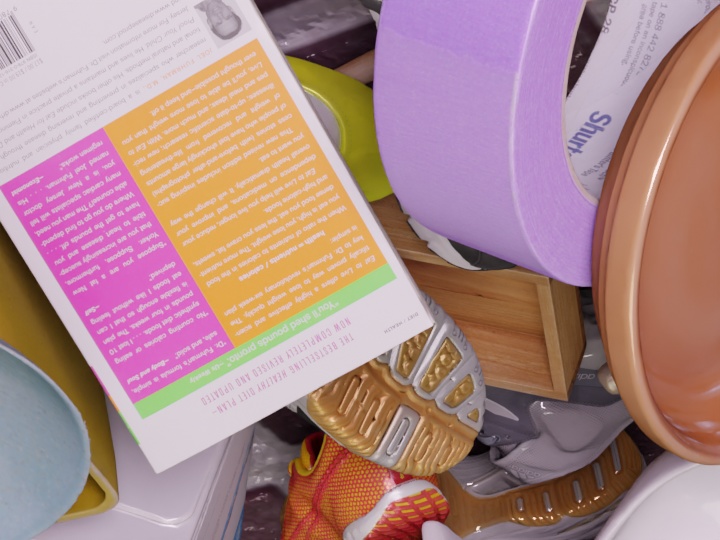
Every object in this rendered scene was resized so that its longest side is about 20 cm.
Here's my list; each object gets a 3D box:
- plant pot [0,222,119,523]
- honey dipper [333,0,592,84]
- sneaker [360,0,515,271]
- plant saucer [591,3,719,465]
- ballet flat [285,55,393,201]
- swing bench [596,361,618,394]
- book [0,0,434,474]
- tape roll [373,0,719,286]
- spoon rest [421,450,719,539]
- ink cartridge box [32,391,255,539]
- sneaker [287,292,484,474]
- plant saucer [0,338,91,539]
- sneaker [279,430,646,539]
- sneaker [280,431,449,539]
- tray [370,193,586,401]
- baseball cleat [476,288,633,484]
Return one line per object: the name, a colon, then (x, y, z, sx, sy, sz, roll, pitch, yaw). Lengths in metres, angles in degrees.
plant pot: (-0.228, -0.001, 1.223, 0.200, 0.177, 0.200, -12, 142, 15)
honey dipper: (0.023, -0.096, 1.225, 0.200, 0.038, 0.038, -26, 137, 34)
sneaker: (0.049, -0.085, 1.152, 0.080, 0.074, 0.200, -1, 124, 21)
plant saucer: (0.151, -0.024, 1.113, 0.037, 0.200, 0.200, 19, 158, 36)
ballet flat: (-0.070, -0.067, 1.195, 0.200, 0.067, 0.067, 22, 109, -10)
swing bench: (0.230, 0.012, 1.306, 0.200, 0.130, 0.199, -24, 138, 20)
book: (-0.077, -0.035, 1.145, 0.134, 0.048, 0.200, -29, 102, 2)
tape roll: (0.089, -0.098, 1.084, 0.066, 0.200, 0.200, 22, 155, 30)
spoon rest: (0.123, 0.122, 1.282, 0.200, 0.061, 0.099, -19, 142, 26)
ink cartridge box: (-0.140, 0.119, 1.384, 0.147, 0.146, 0.200, 17, 146, 4)
sneaker: (-0.034, 0.021, 1.256, 0.200, 0.076, 0.088, 33, 170, -23)
plant saucer: (-0.206, 0.056, 1.122, 0.201, 0.039, 0.201, -1, 143, -1)
sneaker: (0.059, 0.135, 1.508, 0.200, 0.076, 0.088, -9, 151, 17)
sneaker: (-0.006, 0.122, 1.407, 0.073, 0.077, 0.200, -14, 157, -26)
tray: (0.000, 0.000, 1.301, 0.200, 0.037, 0.099, 12, 148, 18)
baseball cleat: (0.047, 0.062, 1.393, 0.200, 0.070, 0.107, -5, 118, 4)
